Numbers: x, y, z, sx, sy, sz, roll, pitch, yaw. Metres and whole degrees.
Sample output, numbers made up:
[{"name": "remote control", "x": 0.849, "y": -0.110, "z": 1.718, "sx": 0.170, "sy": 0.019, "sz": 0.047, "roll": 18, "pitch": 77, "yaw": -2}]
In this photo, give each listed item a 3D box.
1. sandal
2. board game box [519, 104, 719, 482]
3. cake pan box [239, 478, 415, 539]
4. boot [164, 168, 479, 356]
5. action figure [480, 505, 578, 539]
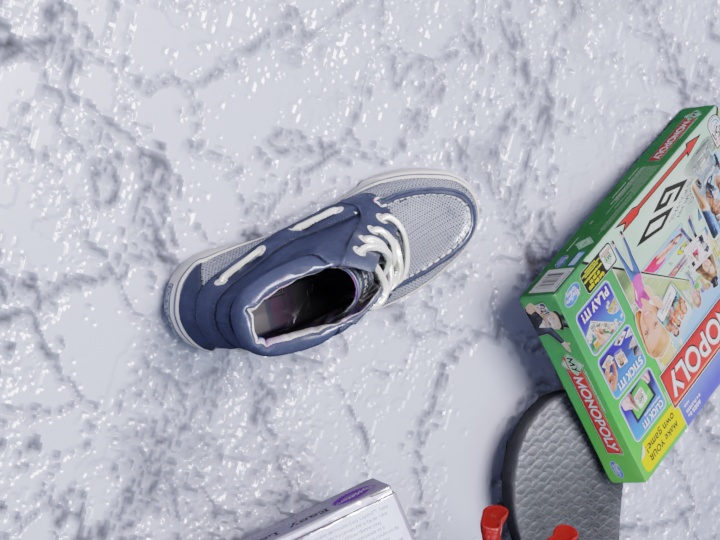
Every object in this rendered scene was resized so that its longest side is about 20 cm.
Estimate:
[{"name": "sandal", "x": 0.121, "y": 0.163, "z": 1.275, "sx": 0.076, "sy": 0.043, "sz": 0.201, "roll": -21, "pitch": 115, "yaw": -21}, {"name": "board game box", "x": 0.181, "y": 0.011, "z": 1.263, "sx": 0.200, "sy": 0.029, "sz": 0.135, "roll": -47, "pitch": 118, "yaw": -37}, {"name": "cake pan box", "x": -0.034, "y": 0.230, "z": 1.129, "sx": 0.200, "sy": 0.052, "sz": 0.184, "roll": -25, "pitch": 100, "yaw": -11}, {"name": "boot", "x": 0.000, "y": 0.000, "z": 1.142, "sx": 0.200, "sy": 0.090, "sz": 0.073, "roll": -24, "pitch": 108, "yaw": -27}, {"name": "action figure", "x": 0.081, "y": 0.232, "z": 1.193, "sx": 0.052, "sy": 0.065, "sz": 0.200, "roll": -41, "pitch": 142, "yaw": -68}]
